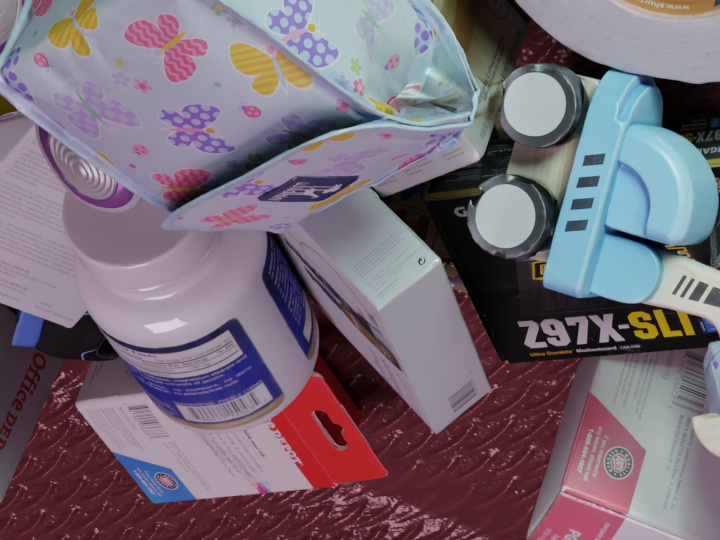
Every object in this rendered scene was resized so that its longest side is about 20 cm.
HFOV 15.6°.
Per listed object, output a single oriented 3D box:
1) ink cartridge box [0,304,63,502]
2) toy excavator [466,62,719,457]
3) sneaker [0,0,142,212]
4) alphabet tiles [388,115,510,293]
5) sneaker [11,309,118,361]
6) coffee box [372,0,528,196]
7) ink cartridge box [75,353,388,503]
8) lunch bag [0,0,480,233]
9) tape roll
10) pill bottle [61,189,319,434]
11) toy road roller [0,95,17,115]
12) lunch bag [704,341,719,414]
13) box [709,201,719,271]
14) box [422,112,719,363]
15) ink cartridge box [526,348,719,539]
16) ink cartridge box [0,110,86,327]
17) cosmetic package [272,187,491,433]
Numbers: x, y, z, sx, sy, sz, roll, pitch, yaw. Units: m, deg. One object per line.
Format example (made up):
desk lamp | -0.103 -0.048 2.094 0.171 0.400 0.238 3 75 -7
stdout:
ink cartridge box | -0.318 0.064 1.817 0.085 0.145 0.200 -25 123 39
toy excavator | 0.166 -0.008 1.457 0.200 0.195 0.100 16 -173 22
sneaker | -0.162 -0.133 1.463 0.075 0.100 0.200 -20 102 39
alphabet tiles | 0.103 -0.043 1.629 0.166 0.006 0.200 16 141 4
sneaker | -0.178 -0.009 1.744 0.078 0.070 0.200 12 143 -10
coffee box | -0.006 -0.154 1.463 0.080 0.114 0.200 -20 127 38
ink cartridge box | -0.081 0.094 1.814 0.200 0.067 0.116 -8 134 30
lunch bag | -0.059 -0.101 1.363 0.200 0.127 0.170 37 140 -29
tape roll | 0.168 -0.193 1.385 0.200 0.066 0.200 11 139 10
pill bottle | -0.106 0.006 1.589 0.120 0.120 0.200 4 153 18
toy road roller | -0.249 -0.067 1.663 0.146 0.123 0.200 -5 135 11
lunch bag | 0.312 0.115 1.546 0.200 0.170 0.127 5 138 -15
box | 0.309 -0.055 1.460 0.160 0.044 0.200 17 134 -15
box | 0.158 -0.017 1.594 0.200 0.049 0.160 -5 138 22
ink cartridge box | 0.224 0.134 1.669 0.200 0.147 0.083 22 147 -2
ink cartridge box | -0.172 -0.066 1.589 0.200 0.050 0.162 -50 147 10
cosmetic package | 0.000 0.000 1.583 0.151 0.052 0.200 49 173 26
